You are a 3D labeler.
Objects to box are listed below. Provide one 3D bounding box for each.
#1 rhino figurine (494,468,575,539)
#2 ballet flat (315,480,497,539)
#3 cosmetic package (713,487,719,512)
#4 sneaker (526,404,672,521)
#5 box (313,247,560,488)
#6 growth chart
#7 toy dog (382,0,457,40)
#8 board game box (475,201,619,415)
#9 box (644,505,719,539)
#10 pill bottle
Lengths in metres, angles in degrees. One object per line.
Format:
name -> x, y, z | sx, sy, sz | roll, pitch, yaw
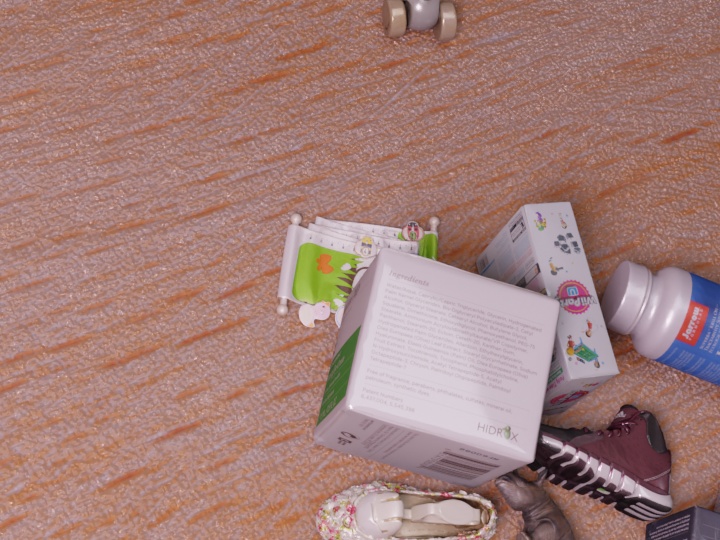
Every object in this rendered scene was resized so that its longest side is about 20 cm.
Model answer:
rhino figurine -> 0.195, 0.289, 1.165 | 0.087, 0.060, 0.202 | -8, 67, -38
ballet flat -> 0.053, 0.254, 1.146 | 0.197, 0.064, 0.077 | 1, 67, -12
cosmetic package -> 0.483, 0.198, 1.248 | 0.080, 0.113, 0.202 | 27, 66, 0
sneaker -> 0.266, 0.191, 1.227 | 0.198, 0.076, 0.117 | 29, 58, -12
box -> 0.074, 0.107, 1.134 | 0.197, 0.199, 0.173 | 17, 69, -6
growth chart -> 0.000, 0.000, 1.269 | 0.197, 0.018, 0.147 | 3, 67, -11
toy dog -> 0.067, -0.391, 1.409 | 0.131, 0.096, 0.202 | -24, 74, -22
board game box -> 0.205, 0.047, 1.226 | 0.063, 0.148, 0.203 | -5, 68, -18
box -> 0.399, 0.379, 1.144 | 0.197, 0.124, 0.199 | 18, 66, -5
pill bottle -> 0.388, 0.063, 1.282 | 0.198, 0.112, 0.113 | 20, 64, -4
